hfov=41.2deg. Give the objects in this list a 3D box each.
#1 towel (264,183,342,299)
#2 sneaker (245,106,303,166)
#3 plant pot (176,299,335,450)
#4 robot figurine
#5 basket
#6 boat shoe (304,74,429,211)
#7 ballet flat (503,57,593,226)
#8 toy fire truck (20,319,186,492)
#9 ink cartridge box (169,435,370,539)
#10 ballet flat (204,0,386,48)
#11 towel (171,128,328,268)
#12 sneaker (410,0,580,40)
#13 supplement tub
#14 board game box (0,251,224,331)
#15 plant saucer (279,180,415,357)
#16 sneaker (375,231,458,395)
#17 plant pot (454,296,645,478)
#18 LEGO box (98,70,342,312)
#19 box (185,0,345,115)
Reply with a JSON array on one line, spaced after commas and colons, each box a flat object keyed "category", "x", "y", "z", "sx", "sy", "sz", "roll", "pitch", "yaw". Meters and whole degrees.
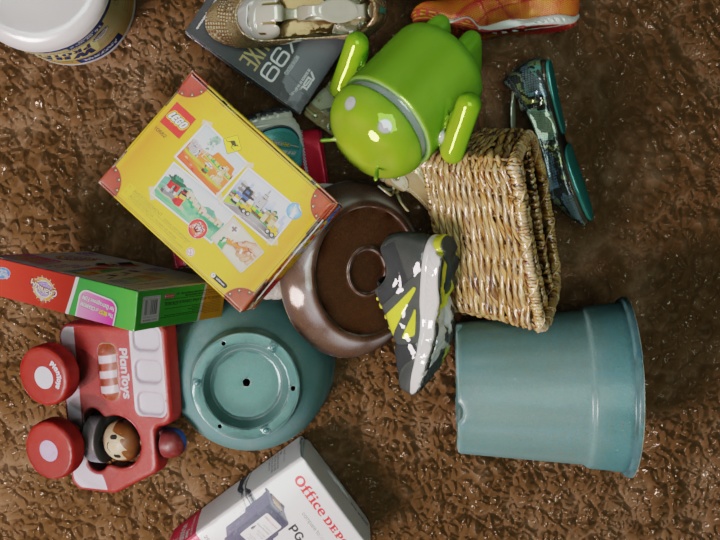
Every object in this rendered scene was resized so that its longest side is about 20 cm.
[{"category": "towel", "x": -0.057, "y": -0.032, "z": 1.085, "sx": 0.198, "sy": 0.034, "sz": 0.134, "roll": -1, "pitch": 92, "yaw": -30}, {"category": "sneaker", "x": -0.159, "y": -0.120, "z": 1.074, "sx": 0.198, "sy": 0.078, "sz": 0.080, "roll": -17, "pitch": 103, "yaw": 1}, {"category": "plant pot", "x": -0.127, "y": 0.117, "z": 1.089, "sx": 0.198, "sy": 0.134, "sz": 0.202, "roll": 0, "pitch": 96, "yaw": -2}, {"category": "robot figurine", "x": 0.049, "y": -0.179, "z": 1.012, "sx": 0.175, "sy": 0.116, "sz": 0.200, "roll": 34, "pitch": 67, "yaw": 22}, {"category": "basket", "x": 0.175, "y": -0.052, "z": 1.054, "sx": 0.142, "sy": 0.148, "sz": 0.202, "roll": -25, "pitch": 111, "yaw": -34}, {"category": "boat shoe", "x": 0.023, "y": -0.134, "z": 1.103, "sx": 0.063, "sy": 0.073, "sz": 0.200, "roll": -44, "pitch": 92, "yaw": 10}, {"category": "ballet flat", "x": 0.215, "y": -0.144, "z": 1.120, "sx": 0.074, "sy": 0.074, "sz": 0.202, "roll": -16, "pitch": 95, "yaw": -1}, {"category": "toy fire truck", "x": -0.273, "y": 0.150, "z": 1.067, "sx": 0.166, "sy": 0.112, "sz": 0.202, "roll": 0, "pitch": 98, "yaw": 22}, {"category": "ink cartridge box", "x": -0.105, "y": 0.319, "z": 1.137, "sx": 0.199, "sy": 0.084, "sz": 0.145, "roll": -36, "pitch": 98, "yaw": 1}, {"category": "ballet flat", "x": -0.070, "y": -0.278, "z": 1.030, "sx": 0.198, "sy": 0.065, "sz": 0.071, "roll": -7, "pitch": 100, "yaw": -3}, {"category": "towel", "x": -0.131, "y": -0.083, "z": 1.122, "sx": 0.198, "sy": 0.022, "sz": 0.146, "roll": -8, "pitch": 96, "yaw": -2}, {"category": "sneaker", "x": 0.151, "y": -0.305, "z": 1.093, "sx": 0.198, "sy": 0.073, "sz": 0.078, "roll": -8, "pitch": 94, "yaw": -13}, {"category": "supplement tub", "x": -0.314, "y": -0.292, "z": 0.998, "sx": 0.143, "sy": 0.200, "sz": 0.146, "roll": 0, "pitch": 97, "yaw": -3}, {"category": "board game box", "x": -0.268, "y": 0.017, "z": 1.022, "sx": 0.198, "sy": 0.153, "sz": 0.041, "roll": 11, "pitch": 98, "yaw": 26}, {"category": "plant saucer", "x": 0.000, "y": 0.000, "z": 1.082, "sx": 0.199, "sy": 0.032, "sz": 0.202, "roll": -4, "pitch": 96, "yaw": -37}, {"category": "sneaker", "x": 0.058, "y": 0.043, "z": 1.070, "sx": 0.084, "sy": 0.074, "sz": 0.202, "roll": 18, "pitch": 118, "yaw": 24}, {"category": "plant pot", "x": 0.205, "y": 0.133, "z": 1.089, "sx": 0.194, "sy": 0.200, "sz": 0.202, "roll": -2, "pitch": 97, "yaw": 5}, {"category": "LEGO box", "x": -0.142, "y": -0.079, "z": 0.989, "sx": 0.200, "sy": 0.077, "sz": 0.149, "roll": 42, "pitch": 92, "yaw": 1}, {"category": "box", "x": -0.078, "y": -0.303, "z": 1.085, "sx": 0.157, "sy": 0.050, "sz": 0.201, "roll": 35, "pitch": 93, "yaw": -7}]
